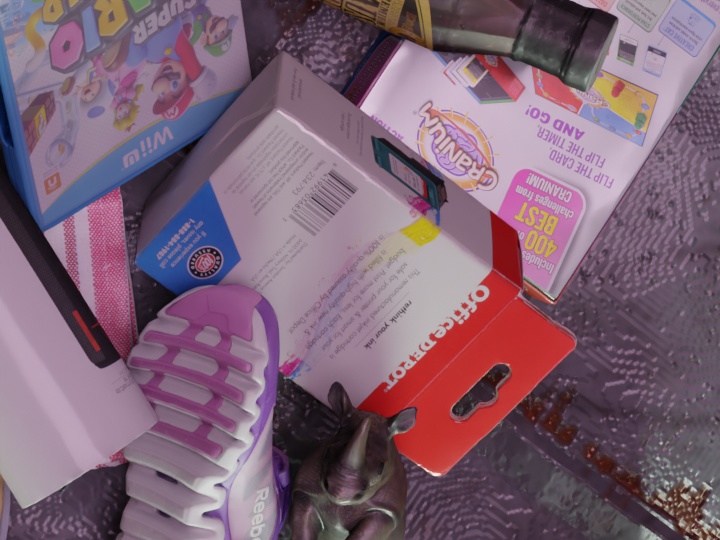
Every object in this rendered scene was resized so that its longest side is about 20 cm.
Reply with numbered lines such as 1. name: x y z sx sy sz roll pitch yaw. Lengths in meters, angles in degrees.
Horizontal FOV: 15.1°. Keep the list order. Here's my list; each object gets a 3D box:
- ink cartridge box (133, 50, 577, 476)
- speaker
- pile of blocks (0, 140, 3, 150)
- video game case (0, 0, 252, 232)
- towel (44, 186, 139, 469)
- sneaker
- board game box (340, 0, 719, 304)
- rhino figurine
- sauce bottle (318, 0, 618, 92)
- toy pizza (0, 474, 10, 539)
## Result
1. ink cartridge box: 0.000 0.000 1.365 0.200 0.067 0.116 37 114 -18
2. speaker: -0.180 0.011 1.294 0.081 0.081 0.201 -32 92 -11
3. pile of blocks: -0.176 -0.159 1.327 0.062 0.082 0.201 -34 122 -55
4. video game case: -0.118 -0.130 1.290 0.143 0.018 0.201 -34 138 -28
5. towel: -0.207 0.040 1.349 0.199 0.030 0.147 -9 99 -16
6. sneaker: -0.070 0.096 1.359 0.088 0.080 0.201 -17 125 -49
7. board game box: 0.092 -0.108 1.416 0.153 0.040 0.201 35 86 -18
8. rhino figurine: -0.007 0.117 1.347 0.059 0.200 0.088 21 61 8
9. sauce bottle: 0.029 -0.146 1.342 0.199 0.066 0.066 24 89 9
10. toy pizza: -0.245 0.094 1.267 0.199 0.032 0.201 13 68 -36
